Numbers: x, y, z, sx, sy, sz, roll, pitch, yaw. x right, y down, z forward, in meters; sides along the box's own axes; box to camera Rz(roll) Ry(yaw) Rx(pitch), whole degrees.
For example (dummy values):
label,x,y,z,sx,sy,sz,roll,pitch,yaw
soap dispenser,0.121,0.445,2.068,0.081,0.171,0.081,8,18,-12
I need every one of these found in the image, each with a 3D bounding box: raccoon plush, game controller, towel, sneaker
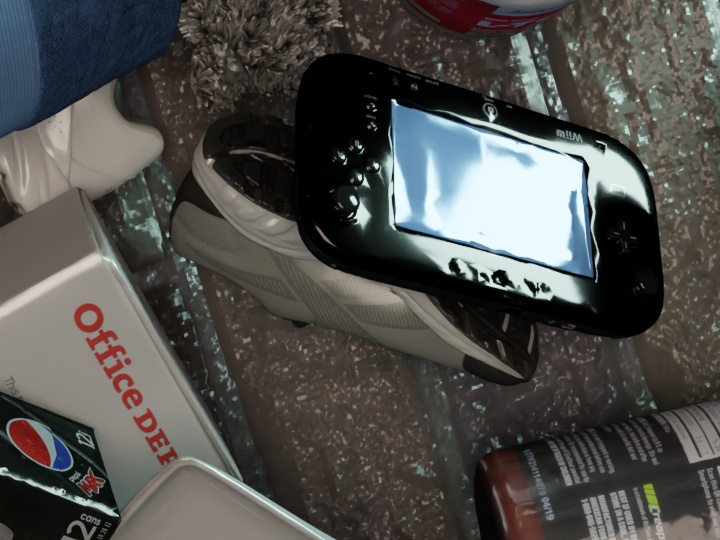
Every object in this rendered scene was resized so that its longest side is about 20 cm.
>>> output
label,x,y,z,sx,sy,sz,roll,pitch,yaw
raccoon plush,-0.058,-0.156,0.715,0.095,0.200,0.136,-9,73,9
game controller,0.057,-0.033,0.758,0.198,0.042,0.106,14,69,-28
towel,-0.145,-0.106,0.656,0.048,0.200,0.113,17,124,29
sneaker,-0.155,-0.124,0.768,0.099,0.078,0.202,-27,108,-12
sneaker,0.000,0.000,0.789,0.199,0.074,0.079,29,132,-15

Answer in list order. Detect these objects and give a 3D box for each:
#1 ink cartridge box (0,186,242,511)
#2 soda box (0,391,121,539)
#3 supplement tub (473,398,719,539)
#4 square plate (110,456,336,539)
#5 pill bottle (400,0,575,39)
label,x,y,z,sx,sy,sz,roll,pitch,yaw
ink cartridge box,-0.173,0.079,0.744,0.198,0.084,0.147,-28,118,-4
soda box,-0.180,0.151,0.684,0.063,0.071,0.201,26,106,-30
supplement tub,0.159,0.118,0.779,0.197,0.107,0.108,-12,93,-3
square plate,-0.059,0.175,0.744,0.199,0.029,0.198,32,120,-25
pill bottle,0.065,-0.165,0.715,0.111,0.200,0.114,0,92,-3
